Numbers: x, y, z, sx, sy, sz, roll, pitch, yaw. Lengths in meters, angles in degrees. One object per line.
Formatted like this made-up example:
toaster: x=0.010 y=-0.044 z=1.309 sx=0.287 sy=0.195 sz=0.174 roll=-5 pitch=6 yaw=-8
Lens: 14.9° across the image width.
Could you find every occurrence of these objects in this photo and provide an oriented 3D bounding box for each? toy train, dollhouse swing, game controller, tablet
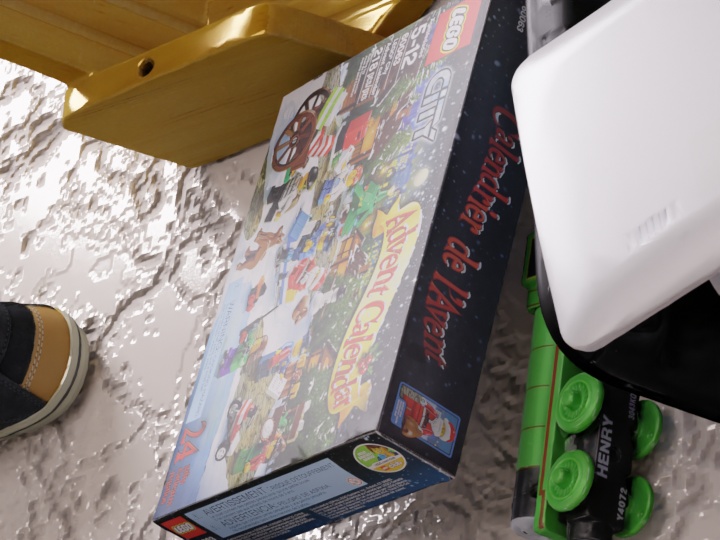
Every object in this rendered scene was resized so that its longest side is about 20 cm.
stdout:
toy train: x=0.083 y=0.008 z=0.985 sx=0.056 sy=0.042 sz=0.200 roll=-19 pitch=55 yaw=49
dollhouse swing: x=-0.088 y=-0.177 z=1.160 sx=0.182 sy=0.176 sz=0.200 roll=-20 pitch=54 yaw=37
game controller: x=0.102 y=-0.044 z=0.945 sx=0.042 sy=0.104 sz=0.200 roll=-27 pitch=50 yaw=38
tablet: x=0.130 y=-0.071 z=0.835 sx=0.200 sy=0.014 sz=0.130 roll=-34 pitch=41 yaw=26

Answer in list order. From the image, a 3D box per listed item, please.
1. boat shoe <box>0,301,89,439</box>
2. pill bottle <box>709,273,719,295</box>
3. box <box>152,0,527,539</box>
boat shoe: x=-0.208 y=0.059 z=1.227 sx=0.200 sy=0.062 sz=0.075 roll=-24 pitch=54 yaw=36
pill bottle: x=0.198 y=-0.051 z=0.849 sx=0.200 sy=0.111 sz=0.111 roll=-32 pitch=48 yaw=29
box: x=0.000 y=0.000 z=1.028 sx=0.137 sy=0.038 sz=0.200 roll=-26 pitch=40 yaw=47
